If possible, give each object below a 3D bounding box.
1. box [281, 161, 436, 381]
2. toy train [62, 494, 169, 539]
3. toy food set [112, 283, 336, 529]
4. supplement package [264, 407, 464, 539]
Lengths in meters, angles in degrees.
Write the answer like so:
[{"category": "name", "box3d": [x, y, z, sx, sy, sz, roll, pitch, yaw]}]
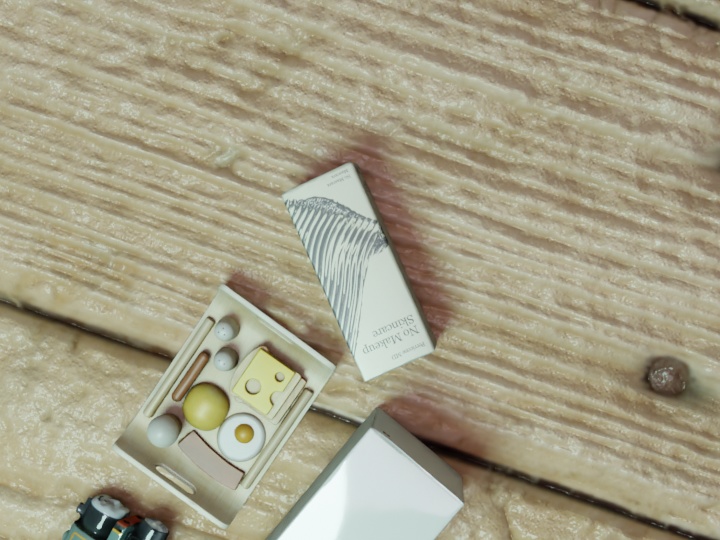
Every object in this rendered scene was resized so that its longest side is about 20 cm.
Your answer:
[{"category": "box", "box3d": [0.000, 0.000, 1.201, 0.082, 0.068, 0.201, -25, 91, 5]}, {"category": "toy train", "box3d": [-0.272, 0.325, 1.232, 0.114, 0.085, 0.201, 29, 94, 11]}, {"category": "toy food set", "box3d": [-0.135, 0.135, 1.221, 0.143, 0.060, 0.200, 35, 95, 2]}, {"category": "supplement package", "box3d": [-0.005, 0.251, 1.191, 0.117, 0.117, 0.200, 40, 95, 1]}]
